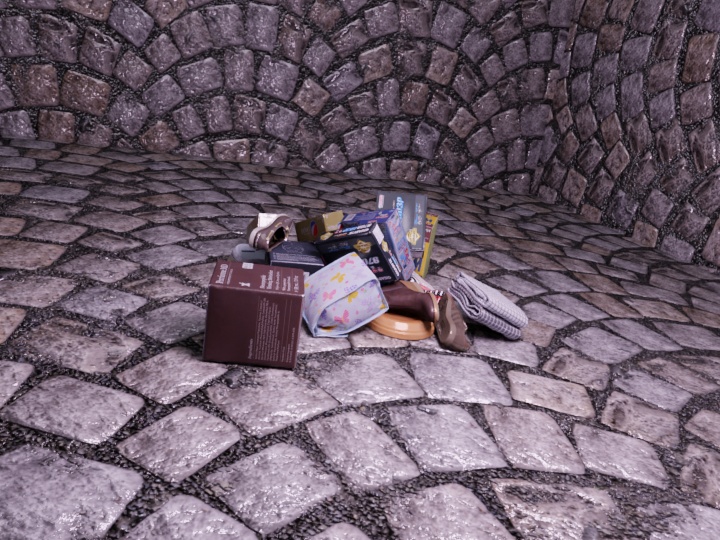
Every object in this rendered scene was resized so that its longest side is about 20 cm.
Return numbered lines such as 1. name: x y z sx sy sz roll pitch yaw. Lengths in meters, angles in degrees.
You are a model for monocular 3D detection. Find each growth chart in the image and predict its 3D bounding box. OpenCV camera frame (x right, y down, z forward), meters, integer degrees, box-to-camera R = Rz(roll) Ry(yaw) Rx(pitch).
1. growth chart: 0.171 0.028 1.784 0.198 0.018 0.145 38 8 2

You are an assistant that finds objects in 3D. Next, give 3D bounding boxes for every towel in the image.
1. towel: 0.338 0.097 1.639 0.163 0.087 0.200 25 12 -26

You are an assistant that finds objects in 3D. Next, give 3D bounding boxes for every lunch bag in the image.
1. lunch bag: -0.054 0.072 1.496 0.196 0.129 0.170 -27 31 -10

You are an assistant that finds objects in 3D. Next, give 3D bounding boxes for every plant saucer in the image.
1. plant saucer: 0.101 0.121 1.584 0.194 0.039 0.201 9 19 -3

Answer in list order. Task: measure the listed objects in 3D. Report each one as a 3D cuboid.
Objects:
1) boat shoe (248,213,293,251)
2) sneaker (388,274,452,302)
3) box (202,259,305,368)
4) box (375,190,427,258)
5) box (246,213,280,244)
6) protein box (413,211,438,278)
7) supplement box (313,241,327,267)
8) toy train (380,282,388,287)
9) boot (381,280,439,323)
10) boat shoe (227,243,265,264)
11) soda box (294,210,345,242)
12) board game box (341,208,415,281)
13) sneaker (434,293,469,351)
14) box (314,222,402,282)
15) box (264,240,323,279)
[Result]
1. boat shoe: -0.232 -0.102 1.669 0.058 0.074 0.200 20 25 16
2. sneaker: 0.163 0.075 1.691 0.196 0.075 0.087 27 -15 11
3. box: -0.223 0.090 1.290 0.194 0.169 0.166 7 18 -9
4. box: 0.117 -0.137 1.789 0.154 0.046 0.205 5 60 4
5. box: -0.293 -0.115 1.876 0.092 0.080 0.199 2 -8 -22
6. protein box: 0.160 -0.078 1.942 0.131 0.204 0.200 13 19 9
7. supplement box: -0.073 -0.064 1.805 0.108 0.088 0.200 -24 10 -4
8. toy train: 0.000 0.000 1.768 0.194 0.086 0.117 12 35 7
9. boot: 0.101 0.089 1.550 0.162 0.074 0.200 -8 24 -14
10. boat shoe: -0.308 -0.040 1.795 0.061 0.074 0.197 -31 -24 34
11. soda box: -0.120 -0.124 1.757 0.066 0.066 0.198 -15 4 -30
12. board game box: 0.057 -0.063 1.648 0.197 0.202 0.062 -1 39 46
13. sneaker: 0.235 0.139 1.556 0.075 0.071 0.202 32 28 -15
14. box: -0.006 -0.038 1.604 0.196 0.161 0.046 -7 36 38
15. box: -0.190 -0.004 1.683 0.144 0.110 0.201 5 19 -14
